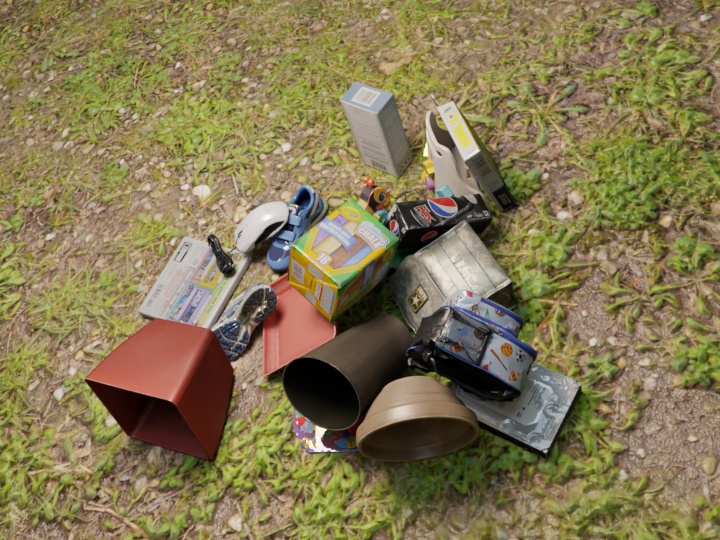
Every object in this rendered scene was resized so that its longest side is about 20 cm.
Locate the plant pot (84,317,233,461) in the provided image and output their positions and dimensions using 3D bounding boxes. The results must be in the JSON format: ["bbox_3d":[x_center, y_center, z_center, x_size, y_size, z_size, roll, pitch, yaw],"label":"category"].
[{"bbox_3d":[-0.345,0.205,1.445,0.198,0.201,0.177,10,52,23],"label":"plant pot"}]

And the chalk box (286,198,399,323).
[{"bbox_3d":[-0.018,-0.029,1.401,0.124,0.125,0.200,41,60,18],"label":"chalk box"}]

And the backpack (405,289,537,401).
[{"bbox_3d":[0.187,0.130,1.272,0.190,0.200,0.155,33,80,0],"label":"backpack"}]

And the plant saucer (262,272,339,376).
[{"bbox_3d":[-0.110,0.083,1.493,0.199,0.037,0.202,-31,47,33],"label":"plant saucer"}]

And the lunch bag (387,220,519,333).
[{"bbox_3d":[0.160,0.035,1.435,0.199,0.118,0.165,-33,57,2],"label":"lunch bag"}]

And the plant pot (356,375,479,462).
[{"bbox_3d":[0.088,0.235,1.269,0.199,0.201,0.093,-14,57,9],"label":"plant pot"}]

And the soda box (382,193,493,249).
[{"bbox_3d":[0.147,-0.093,1.469,0.198,0.071,0.064,-9,61,-30],"label":"soda box"}]

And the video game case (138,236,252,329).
[{"bbox_3d":[-0.350,0.030,1.657,0.181,0.022,0.201,14,62,26],"label":"video game case"}]

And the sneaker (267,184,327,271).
[{"bbox_3d":[-0.143,-0.092,1.635,0.073,0.082,0.201,16,65,24],"label":"sneaker"}]

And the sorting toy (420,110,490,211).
[{"bbox_3d":[0.168,-0.219,1.557,0.106,0.181,0.201,-20,53,4],"label":"sorting toy"}]

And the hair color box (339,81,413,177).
[{"bbox_3d":[0.036,-0.292,1.634,0.098,0.201,0.061,26,68,30],"label":"hair color box"}]

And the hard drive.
[{"bbox_3d":[0.257,0.215,1.333,0.199,0.038,0.140,24,68,28],"label":"hard drive"}]

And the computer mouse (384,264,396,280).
[{"bbox_3d":[0.000,0.000,1.542,0.199,0.044,0.110,-29,54,-2],"label":"computer mouse"}]

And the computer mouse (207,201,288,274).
[{"bbox_3d":[-0.235,-0.082,1.622,0.199,0.044,0.110,-37,51,15],"label":"computer mouse"}]

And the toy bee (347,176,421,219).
[{"bbox_3d":[0.017,-0.133,1.591,0.130,0.109,0.201,7,54,43],"label":"toy bee"}]

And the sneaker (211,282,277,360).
[{"bbox_3d":[-0.243,0.102,1.552,0.200,0.077,0.085,-43,23,4],"label":"sneaker"}]

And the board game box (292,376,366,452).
[{"bbox_3d":[-0.035,0.243,1.404,0.198,0.039,0.159,-5,56,15],"label":"board game box"}]

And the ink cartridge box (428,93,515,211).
[{"bbox_3d":[0.223,-0.241,1.543,0.047,0.197,0.201,-30,53,17],"label":"ink cartridge box"}]

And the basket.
[{"bbox_3d":[-0.007,0.166,1.351,0.179,0.137,0.199,-7,17,44],"label":"basket"}]

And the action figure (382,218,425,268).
[{"bbox_3d":[0.121,-0.073,1.527,0.198,0.055,0.119,-18,66,-22],"label":"action figure"}]
